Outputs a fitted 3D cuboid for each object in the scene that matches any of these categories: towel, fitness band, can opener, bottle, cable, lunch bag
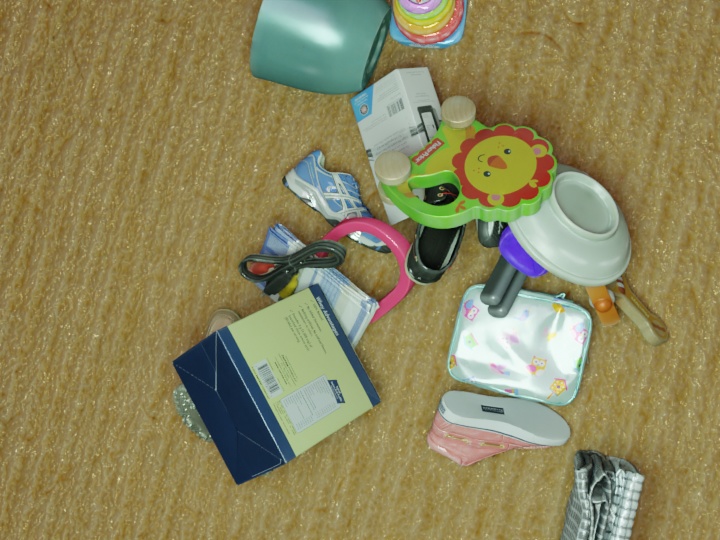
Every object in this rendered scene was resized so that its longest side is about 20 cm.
[{"bbox_3d":[-0.070,0.032,1.440,0.200,0.147,0.024,38,50,11],"label":"towel"},{"bbox_3d":[0.000,0.000,1.409,0.144,0.037,0.200,46,135,-2],"label":"fitness band"},{"bbox_3d":[0.217,-0.019,1.387,0.066,0.053,0.201,-5,45,41],"label":"can opener"},{"bbox_3d":[0.268,-0.073,1.353,0.083,0.200,0.065,38,138,6],"label":"bottle"},{"bbox_3d":[-0.100,-0.015,1.377,0.097,0.050,0.200,39,136,-17],"label":"cable"},{"bbox_3d":[0.315,0.335,1.313,0.085,0.200,0.167,13,88,11],"label":"towel"},{"bbox_3d":[0.233,0.102,1.400,0.199,0.077,0.161,13,88,10],"label":"lunch bag"}]

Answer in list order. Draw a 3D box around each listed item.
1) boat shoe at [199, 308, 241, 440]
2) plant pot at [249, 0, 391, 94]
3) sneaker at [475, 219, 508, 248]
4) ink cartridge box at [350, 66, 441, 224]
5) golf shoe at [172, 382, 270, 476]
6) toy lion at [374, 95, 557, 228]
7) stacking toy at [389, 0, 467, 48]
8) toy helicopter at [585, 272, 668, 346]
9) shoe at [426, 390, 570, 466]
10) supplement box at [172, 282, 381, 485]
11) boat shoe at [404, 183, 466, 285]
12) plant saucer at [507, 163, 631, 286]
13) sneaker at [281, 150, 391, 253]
[{"bbox_3d":[-0.215,0.159,1.479,0.071,0.065,0.201,3,88,10],"label":"boat shoe"},{"bbox_3d":[-0.048,-0.350,1.415,0.160,0.201,0.202,21,91,3],"label":"plant pot"},{"bbox_3d":[0.172,-0.112,1.402,0.080,0.074,0.201,-12,51,19],"label":"sneaker"},{"bbox_3d":[0.070,-0.180,1.419,0.116,0.068,0.201,-23,82,49],"label":"ink cartridge box"},{"bbox_3d":[-0.192,0.215,1.435,0.078,0.098,0.200,-12,129,43],"label":"golf shoe"},{"bbox_3d":[0.147,-0.126,1.264,0.200,0.069,0.192,-40,63,-17],"label":"toy lion"},{"bbox_3d":[0.090,-0.396,1.385,0.115,0.200,0.111,6,88,9],"label":"stacking toy"},{"bbox_3d":[0.363,0.034,1.364,0.200,0.132,0.079,46,125,-8],"label":"toy helicopter"},{"bbox_3d":[0.197,0.237,1.409,0.199,0.072,0.091,12,127,-10],"label":"shoe"},{"bbox_3d":[-0.116,0.157,1.371,0.134,0.199,0.201,-32,85,45],"label":"supplement box"},{"bbox_3d":[0.116,-0.079,1.315,0.073,0.063,0.202,22,72,-9],"label":"boat shoe"},{"bbox_3d":[0.286,-0.075,1.287,0.200,0.200,0.050,47,139,8],"label":"plant saucer"},{"bbox_3d":[-0.023,-0.100,1.453,0.200,0.076,0.077,39,92,5],"label":"sneaker"}]
